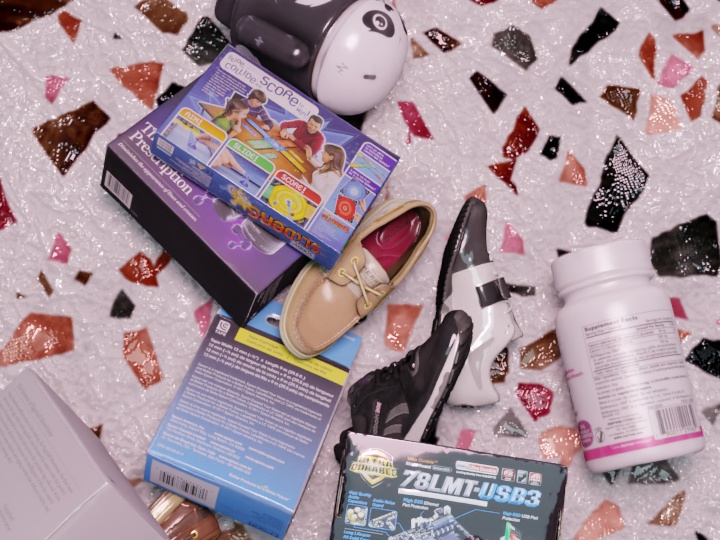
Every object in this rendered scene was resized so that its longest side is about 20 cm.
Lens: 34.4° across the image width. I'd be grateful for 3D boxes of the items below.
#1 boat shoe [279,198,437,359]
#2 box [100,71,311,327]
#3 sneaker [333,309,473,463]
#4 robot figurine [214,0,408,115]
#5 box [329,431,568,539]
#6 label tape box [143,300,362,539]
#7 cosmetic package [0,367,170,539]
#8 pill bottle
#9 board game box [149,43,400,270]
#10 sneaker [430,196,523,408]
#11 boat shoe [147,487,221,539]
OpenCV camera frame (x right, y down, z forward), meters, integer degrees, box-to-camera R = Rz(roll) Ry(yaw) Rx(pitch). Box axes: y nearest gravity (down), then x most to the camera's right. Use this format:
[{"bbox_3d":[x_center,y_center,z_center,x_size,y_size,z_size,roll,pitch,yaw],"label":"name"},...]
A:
[{"bbox_3d":[0.000,0.000,1.100,0.074,0.066,0.201,46,64,-17],"label":"boat shoe"},{"bbox_3d":[-0.129,-0.071,1.113,0.200,0.079,0.141,43,58,6],"label":"box"},{"bbox_3d":[0.032,0.114,1.061,0.087,0.076,0.202,28,114,9],"label":"sneaker"},{"bbox_3d":[-0.047,-0.238,1.137,0.199,0.125,0.151,34,72,18],"label":"robot figurine"},{"bbox_3d":[0.068,0.252,0.995,0.197,0.050,0.202,8,79,-1],"label":"box"},{"bbox_3d":[-0.097,0.128,1.088,0.141,0.067,0.202,22,51,2],"label":"label tape box"},{"bbox_3d":[-0.292,0.227,0.989,0.200,0.123,0.199,-43,41,-9],"label":"cosmetic package"},{"bbox_3d":[0.247,0.081,1.097,0.111,0.113,0.203,-10,78,-5],"label":"pill bottle"},{"bbox_3d":[-0.076,-0.108,1.082,0.199,0.035,0.136,34,55,-1],"label":"board game box"},{"bbox_3d":[0.116,0.033,1.126,0.087,0.074,0.204,8,88,-2],"label":"sneaker"},{"bbox_3d":[-0.207,0.287,1.053,0.067,0.072,0.200,40,76,8],"label":"boat shoe"}]
